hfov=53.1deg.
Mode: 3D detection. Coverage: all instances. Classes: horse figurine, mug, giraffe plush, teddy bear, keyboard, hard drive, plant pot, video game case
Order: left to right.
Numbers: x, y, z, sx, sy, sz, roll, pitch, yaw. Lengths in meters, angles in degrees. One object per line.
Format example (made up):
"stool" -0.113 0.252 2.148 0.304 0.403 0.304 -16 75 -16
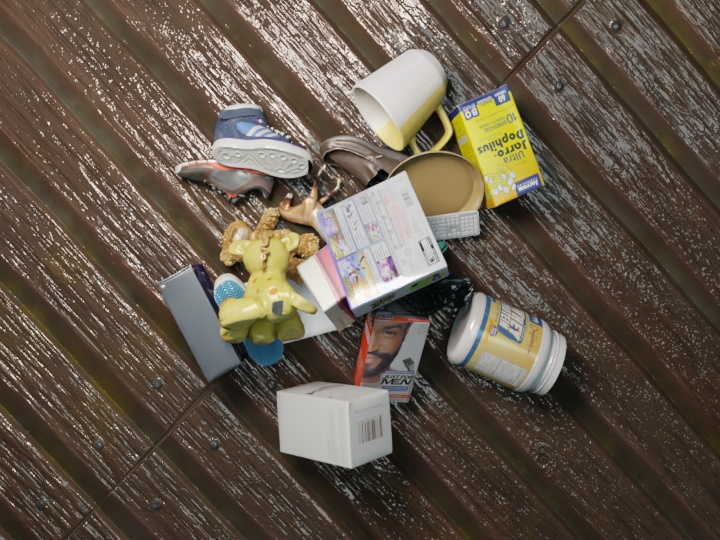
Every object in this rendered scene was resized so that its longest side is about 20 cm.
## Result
"giraffe plush" -0.168 0.021 1.268 0.168 0.200 0.166 4 62 -25
"teddy bear" -0.176 -0.043 1.389 0.197 0.067 0.147 31 90 7
"hard drive" -0.127 0.068 1.429 0.194 0.027 0.136 -14 92 -1
"horse figurine" -0.058 -0.106 1.415 0.199 0.050 0.133 42 89 -3
"video game case" 0.036 -0.047 1.253 0.177 0.046 0.204 -23 64 3
"mug" 0.091 -0.327 1.388 0.153 0.188 0.149 -42 51 -9
"keyboard" 0.136 -0.081 1.418 0.194 0.011 0.057 -7 124 6
"plant pot" 0.138 -0.152 1.380 0.194 0.028 0.203 -2 134 -2

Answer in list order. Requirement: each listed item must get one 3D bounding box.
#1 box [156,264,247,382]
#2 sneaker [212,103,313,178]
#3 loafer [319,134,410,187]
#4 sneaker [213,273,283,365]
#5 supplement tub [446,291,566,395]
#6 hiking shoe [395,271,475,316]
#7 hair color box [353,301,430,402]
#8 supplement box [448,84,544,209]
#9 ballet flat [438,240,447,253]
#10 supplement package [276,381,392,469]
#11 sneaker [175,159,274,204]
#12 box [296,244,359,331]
"box" -0.295 0.095 1.366 0.077 0.141 0.204 -27 93 -1
"sneaker" -0.178 -0.262 1.367 0.194 0.081 0.150 7 55 -1
"loafer" 0.013 -0.203 1.393 0.194 0.073 0.073 14 66 -3
"sneaker" -0.210 0.091 1.380 0.075 0.081 0.203 -30 112 -3
"supplement tub" 0.279 0.143 1.388 0.196 0.145 0.148 23 91 -3
"hiking shoe" 0.120 0.036 1.325 0.197 0.086 0.076 5 105 -42
"hair color box" 0.056 0.156 1.366 0.108 0.065 0.204 3 123 -11
"supplement box" 0.260 -0.235 1.394 0.106 0.110 0.205 -22 93 -1
"ballet flat" 0.088 0.006 1.416 0.070 0.067 0.201 38 89 3
"supplement package" -0.051 0.281 1.342 0.115 0.197 0.121 -6 93 -46
"sneaker" -0.262 -0.171 1.395 0.194 0.077 0.085 3 98 -2
"box" 0.000 0.000 1.340 0.198 0.128 0.110 -35 65 -1
